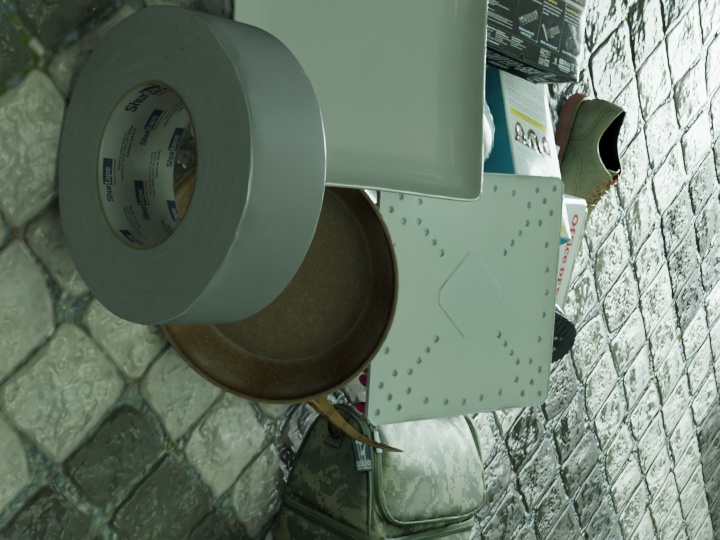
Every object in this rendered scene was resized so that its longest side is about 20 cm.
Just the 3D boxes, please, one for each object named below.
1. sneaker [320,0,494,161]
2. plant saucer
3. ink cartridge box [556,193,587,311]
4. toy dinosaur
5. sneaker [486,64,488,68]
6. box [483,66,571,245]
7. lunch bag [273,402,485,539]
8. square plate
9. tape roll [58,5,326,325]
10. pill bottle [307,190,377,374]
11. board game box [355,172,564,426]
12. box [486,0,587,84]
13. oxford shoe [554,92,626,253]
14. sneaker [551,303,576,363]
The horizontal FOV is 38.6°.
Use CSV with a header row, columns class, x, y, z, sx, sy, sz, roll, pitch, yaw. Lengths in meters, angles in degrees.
class,x,y,z,sx,sy,sz,roll,pitch,yaw
sneaker,0.029,-0.147,0.819,0.200,0.076,0.081,44,41,-20
plant saucer,-0.066,0.002,0.788,0.037,0.198,0.203,-47,146,-74
ink cartridge box,0.141,-0.016,1.079,0.199,0.082,0.148,0,105,-49
toy dinosaur,-0.058,0.088,0.865,0.060,0.106,0.200,-42,99,-5
sneaker,0.061,-0.180,0.940,0.093,0.070,0.201,29,76,-27
box,0.145,-0.121,0.985,0.082,0.049,0.202,19,57,-43
lunch bag,0.025,0.211,0.995,0.199,0.139,0.170,7,96,-49
square plate,-0.001,-0.156,0.742,0.196,0.028,0.202,4,86,-21
tape roll,-0.115,-0.065,0.669,0.066,0.199,0.202,0,105,-48
pill bottle,0.000,0.000,0.898,0.114,0.113,0.200,-55,138,-18
board game box,0.085,0.019,0.858,0.198,0.026,0.202,-1,98,-36
box,0.132,-0.262,0.903,0.199,0.049,0.160,5,92,-48
oxford shoe,0.259,-0.099,1.190,0.070,0.074,0.202,-15,116,-46
sneaker,0.120,0.011,0.957,0.070,0.082,0.200,-41,124,6
